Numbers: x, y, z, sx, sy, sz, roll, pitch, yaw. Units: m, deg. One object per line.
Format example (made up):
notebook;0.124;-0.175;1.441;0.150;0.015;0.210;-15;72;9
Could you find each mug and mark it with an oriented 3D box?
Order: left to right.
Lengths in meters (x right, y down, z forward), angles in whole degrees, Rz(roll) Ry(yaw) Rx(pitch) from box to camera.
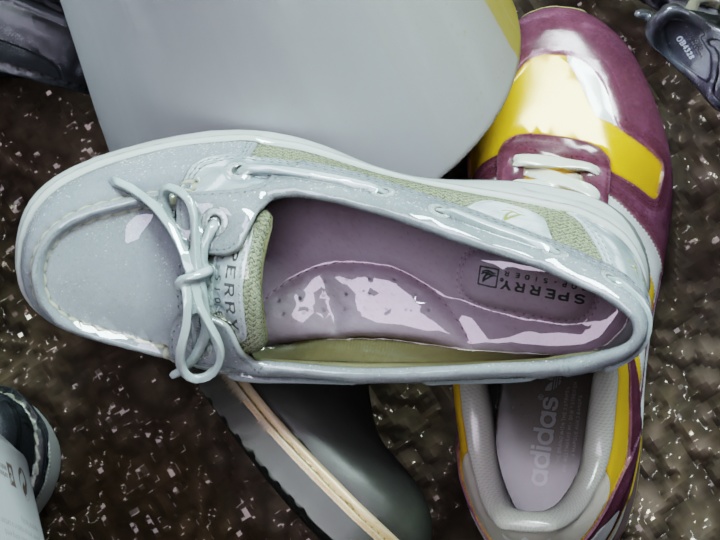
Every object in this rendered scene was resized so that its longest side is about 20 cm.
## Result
mug;-0.040;-0.126;0.967;0.149;0.153;0.187;-14;44;13

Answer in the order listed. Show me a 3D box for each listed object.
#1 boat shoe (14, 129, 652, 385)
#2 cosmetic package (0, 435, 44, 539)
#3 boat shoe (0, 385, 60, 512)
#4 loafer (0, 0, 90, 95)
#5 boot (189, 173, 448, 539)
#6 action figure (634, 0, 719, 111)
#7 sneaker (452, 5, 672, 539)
boat shoe;-0.009;0.002;0.904;0.201;0.065;0.075;7;104;1
cosmetic package;-0.140;0.159;0.930;0.101;0.074;0.201;-18;73;6
boat shoe;-0.189;0.116;1.018;0.076;0.060;0.200;37;86;13
loafer;-0.184;-0.083;1.055;0.200;0.068;0.071;12;89;16
boot;0.000;0.000;0.988;0.138;0.078;0.200;-36;60;-4
action figure;0.122;-0.133;0.998;0.119;0.102;0.200;-57;31;27
sneaker;0.069;0.001;0.986;0.075;0.090;0.201;-2;79;8
